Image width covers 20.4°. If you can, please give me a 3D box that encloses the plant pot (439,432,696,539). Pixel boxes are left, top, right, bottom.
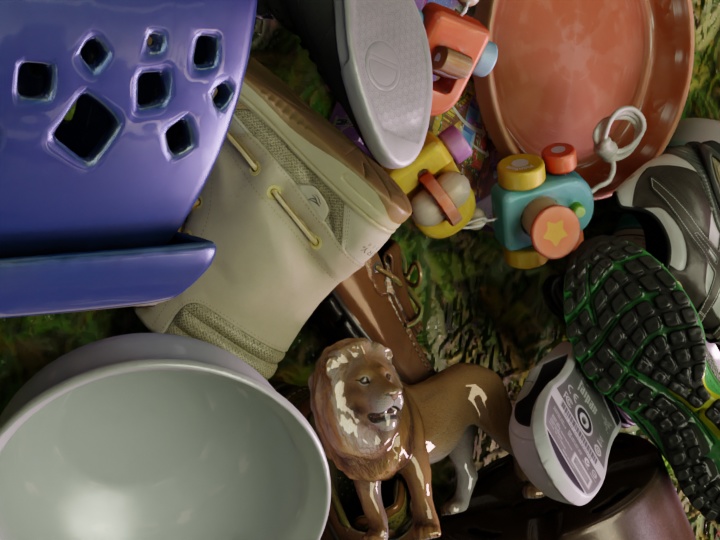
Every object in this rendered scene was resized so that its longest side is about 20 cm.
[{"bbox_3d":[0.149,0.225,1.301,0.200,0.200,0.199,-32,110,-33],"label":"plant pot"}]

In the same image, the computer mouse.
[{"bbox_3d":[0.127,0.083,1.245,0.110,0.044,0.200,60,28,-11],"label":"computer mouse"}]

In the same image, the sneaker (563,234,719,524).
[{"bbox_3d":[0.188,0.068,1.257,0.078,0.085,0.201,-30,97,5],"label":"sneaker"}]

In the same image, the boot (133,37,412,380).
[{"bbox_3d":[-0.090,-0.043,1.143,0.200,0.073,0.156,40,103,3],"label":"boot"}]

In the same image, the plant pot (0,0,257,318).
[{"bbox_3d":[-0.184,-0.076,0.998,0.199,0.199,0.181,-5,104,-40],"label":"plant pot"}]

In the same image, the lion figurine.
[{"bbox_3d":[0.041,0.092,1.204,0.200,0.072,0.123,-11,90,-57],"label":"lion figurine"}]

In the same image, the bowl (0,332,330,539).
[{"bbox_3d":[-0.120,0.105,1.105,0.200,0.091,0.202,-6,126,-9],"label":"bowl"}]

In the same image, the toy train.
[{"bbox_3d":[0.088,-0.076,1.224,0.199,0.056,0.151,24,105,-29],"label":"toy train"}]

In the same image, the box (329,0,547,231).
[{"bbox_3d":[0.067,-0.144,1.294,0.137,0.039,0.201,31,75,-38],"label":"box"}]

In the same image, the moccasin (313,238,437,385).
[{"bbox_3d":[-0.001,0.000,1.236,0.078,0.074,0.202,-40,109,-19],"label":"moccasin"}]

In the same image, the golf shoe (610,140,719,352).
[{"bbox_3d":[0.225,0.019,1.298,0.094,0.078,0.201,-21,86,-12],"label":"golf shoe"}]

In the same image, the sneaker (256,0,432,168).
[{"bbox_3d":[-0.027,-0.148,1.169,0.071,0.099,0.201,-20,91,-49],"label":"sneaker"}]

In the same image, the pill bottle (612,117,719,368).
[{"bbox_3d":[0.222,0.004,1.391,0.111,0.110,0.201,38,71,-35],"label":"pill bottle"}]

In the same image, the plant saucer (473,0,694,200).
[{"bbox_3d":[0.144,-0.147,1.313,0.199,0.032,0.202,-6,100,-40],"label":"plant saucer"}]

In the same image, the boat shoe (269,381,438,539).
[{"bbox_3d":[0.002,0.151,1.250,0.200,0.068,0.072,49,63,-33],"label":"boat shoe"}]
